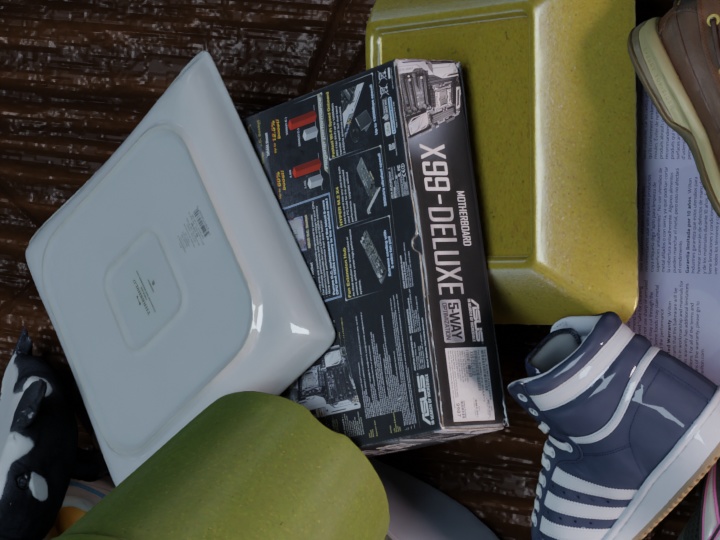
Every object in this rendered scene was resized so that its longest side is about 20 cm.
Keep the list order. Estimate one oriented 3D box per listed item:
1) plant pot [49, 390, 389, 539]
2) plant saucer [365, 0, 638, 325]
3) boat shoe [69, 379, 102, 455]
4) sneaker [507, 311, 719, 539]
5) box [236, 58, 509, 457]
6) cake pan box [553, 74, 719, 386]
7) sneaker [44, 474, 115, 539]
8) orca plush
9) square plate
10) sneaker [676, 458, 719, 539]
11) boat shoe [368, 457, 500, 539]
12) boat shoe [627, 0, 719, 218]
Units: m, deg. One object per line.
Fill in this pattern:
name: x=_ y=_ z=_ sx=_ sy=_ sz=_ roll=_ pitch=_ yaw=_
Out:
plant pot: x=-0.081 y=0.168 z=1.347 sx=0.199 sy=0.190 sz=0.201 roll=20 pitch=138 yaw=19
plant saucer: x=0.064 y=-0.070 z=1.396 sx=0.199 sy=0.048 sz=0.202 roll=-1 pitch=90 yaw=52
boat shoe: x=-0.115 y=0.024 z=1.526 sx=0.065 sy=0.072 sz=0.201 roll=41 pitch=115 yaw=19
sneaker: x=0.112 y=0.100 z=1.358 sx=0.108 sy=0.070 sz=0.200 roll=38 pitch=132 yaw=2
box: x=0.000 y=0.000 z=1.399 sx=0.157 sy=0.050 sz=0.202 roll=-17 pitch=78 yaw=50
cake pan box: x=0.193 y=-0.030 z=1.360 sx=0.183 sy=0.052 sz=0.202 roll=1 pitch=91 yaw=28
sneaker: x=-0.125 y=0.196 z=1.525 sx=0.199 sy=0.081 sz=0.077 roll=33 pitch=104 yaw=24
orca plush: x=-0.187 y=0.114 z=1.521 sx=0.071 sy=0.200 sz=0.106 roll=25 pitch=99 yaw=-14
square plate: x=-0.115 y=0.010 z=1.462 sx=0.198 sy=0.028 sz=0.201 roll=-44 pitch=59 yaw=35
sneaker: x=0.202 y=0.175 z=1.334 sx=0.086 sy=0.080 sz=0.201 roll=-10 pitch=57 yaw=42
boat shoe: x=0.002 y=0.151 z=1.466 sx=0.199 sy=0.073 sz=0.066 roll=32 pitch=121 yaw=29
boat shoe: x=0.209 y=-0.058 z=1.282 sx=0.067 sy=0.072 sz=0.201 roll=-38 pitch=69 yaw=26
